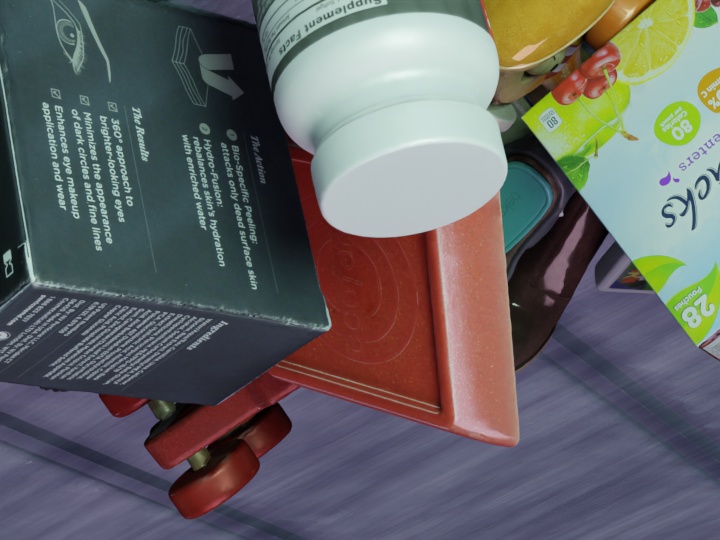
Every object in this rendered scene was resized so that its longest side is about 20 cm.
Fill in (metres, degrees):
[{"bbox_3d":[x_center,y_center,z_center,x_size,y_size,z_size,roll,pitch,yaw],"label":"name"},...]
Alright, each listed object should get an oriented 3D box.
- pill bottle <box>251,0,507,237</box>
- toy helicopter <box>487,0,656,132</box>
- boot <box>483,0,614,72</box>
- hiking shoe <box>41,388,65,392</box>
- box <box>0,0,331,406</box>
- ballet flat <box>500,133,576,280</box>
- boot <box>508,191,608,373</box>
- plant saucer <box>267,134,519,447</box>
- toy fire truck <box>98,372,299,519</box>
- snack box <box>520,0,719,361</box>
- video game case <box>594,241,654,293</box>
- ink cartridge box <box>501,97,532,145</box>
[{"bbox_3d":[0.006,-0.126,1.031,0.115,0.201,0.116,-11,155,-5],"label":"pill bottle"},{"bbox_3d":[0.106,-0.120,1.205,0.132,0.079,0.200,-50,169,2],"label":"toy helicopter"},{"bbox_3d":[0.113,-0.202,1.013,0.201,0.071,0.144,-50,160,-5],"label":"boot"},{"bbox_3d":[-0.179,0.031,1.385,0.100,0.076,0.200,-26,-177,-13],"label":"hiking shoe"},{"bbox_3d":[-0.141,-0.042,1.131,0.199,0.198,0.117,10,147,-40],"label":"box"},{"bbox_3d":[0.078,-0.025,1.285,0.073,0.073,0.200,3,148,-31],"label":"ballet flat"},{"bbox_3d":[0.131,-0.036,1.317,0.072,0.200,0.167,31,149,3],"label":"boot"},{"bbox_3d":[0.000,0.000,1.213,0.199,0.201,0.037,15,-151,42],"label":"plant saucer"},{"bbox_3d":[-0.074,0.072,1.440,0.168,0.112,0.200,-32,-174,21],"label":"toy fire truck"},{"bbox_3d":[0.215,-0.079,1.091,0.200,0.169,0.068,-40,156,13],"label":"snack box"},{"bbox_3d":[0.258,-0.027,1.246,0.181,0.022,0.200,3,158,-11],"label":"video game case"},{"bbox_3d":[0.024,-0.053,1.347,0.199,0.060,0.104,-21,153,16],"label":"ink cartridge box"}]
